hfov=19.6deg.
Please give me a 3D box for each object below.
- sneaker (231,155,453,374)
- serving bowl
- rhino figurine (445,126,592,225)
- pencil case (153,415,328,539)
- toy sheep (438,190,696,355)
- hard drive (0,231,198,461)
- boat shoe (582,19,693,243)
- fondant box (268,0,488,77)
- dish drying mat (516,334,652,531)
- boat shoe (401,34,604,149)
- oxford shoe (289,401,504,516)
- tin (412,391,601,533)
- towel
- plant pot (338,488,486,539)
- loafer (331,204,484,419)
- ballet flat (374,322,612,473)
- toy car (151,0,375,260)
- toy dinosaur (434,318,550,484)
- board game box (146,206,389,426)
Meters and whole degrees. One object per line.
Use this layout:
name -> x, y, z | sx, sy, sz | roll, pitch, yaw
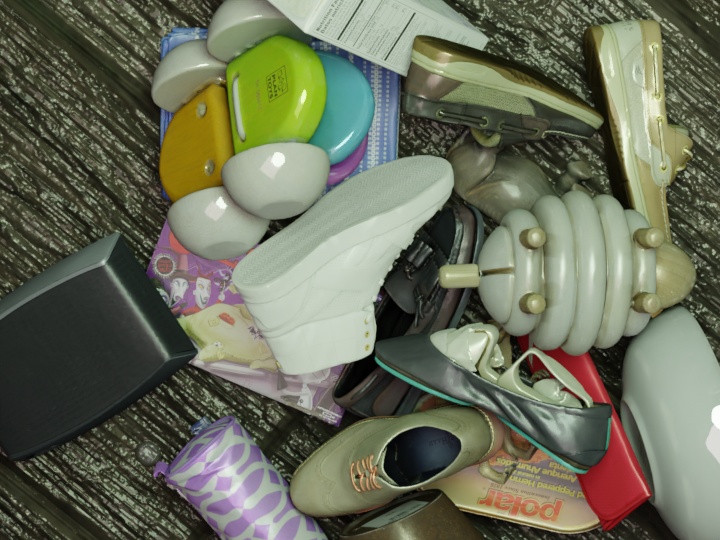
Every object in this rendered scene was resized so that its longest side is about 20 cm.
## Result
sneaker -> 0.000, 0.000, 1.643 | 0.199, 0.074, 0.116 | -33, 125, -15
serving bowl -> 0.247, 0.133, 1.623 | 0.065, 0.200, 0.202 | -16, 99, -3
rhino figurine -> 0.151, -0.047, 1.675 | 0.200, 0.060, 0.087 | 43, 123, -3
pencil case -> -0.085, 0.217, 1.739 | 0.085, 0.084, 0.201 | -37, 95, 7
toy sheep -> 0.159, 0.001, 1.586 | 0.198, 0.138, 0.139 | 4, 101, -7
hard drive -> -0.248, 0.070, 1.736 | 0.199, 0.042, 0.135 | -31, 96, 22
boat shoe -> 0.230, -0.101, 1.651 | 0.066, 0.074, 0.202 | -15, 105, -4
fondant box -> -0.013, -0.213, 1.571 | 0.144, 0.199, 0.058 | 43, 105, 33
dish drying mat -> 0.171, 0.103, 1.658 | 0.018, 0.077, 0.201 | -10, 67, -29
boat shoe -> 0.104, -0.127, 1.589 | 0.199, 0.073, 0.065 | 16, 107, -40
oxford shoe -> 0.015, 0.151, 1.661 | 0.199, 0.074, 0.071 | -27, 85, 28
tin -> 0.129, 0.151, 1.728 | 0.198, 0.042, 0.113 | 13, 98, 4
towel -> -0.067, -0.122, 1.706 | 0.198, 0.024, 0.146 | 4, 102, 6
plant pot -> 0.063, 0.288, 1.689 | 0.186, 0.187, 0.202 | -21, 94, 10
loafer -> 0.038, 0.036, 1.679 | 0.062, 0.072, 0.201 | 13, 112, -24
ballet flat -> 0.108, 0.082, 1.610 | 0.199, 0.073, 0.074 | 28, 103, 13
toy car -> -0.067, -0.108, 1.620 | 0.200, 0.149, 0.177 | -33, 58, 48
toy dinosaur -> 0.095, 0.123, 1.691 | 0.101, 0.058, 0.201 | 39, 112, 16
board game box -> -0.086, 0.037, 1.736 | 0.198, 0.032, 0.121 | 22, 98, 2
